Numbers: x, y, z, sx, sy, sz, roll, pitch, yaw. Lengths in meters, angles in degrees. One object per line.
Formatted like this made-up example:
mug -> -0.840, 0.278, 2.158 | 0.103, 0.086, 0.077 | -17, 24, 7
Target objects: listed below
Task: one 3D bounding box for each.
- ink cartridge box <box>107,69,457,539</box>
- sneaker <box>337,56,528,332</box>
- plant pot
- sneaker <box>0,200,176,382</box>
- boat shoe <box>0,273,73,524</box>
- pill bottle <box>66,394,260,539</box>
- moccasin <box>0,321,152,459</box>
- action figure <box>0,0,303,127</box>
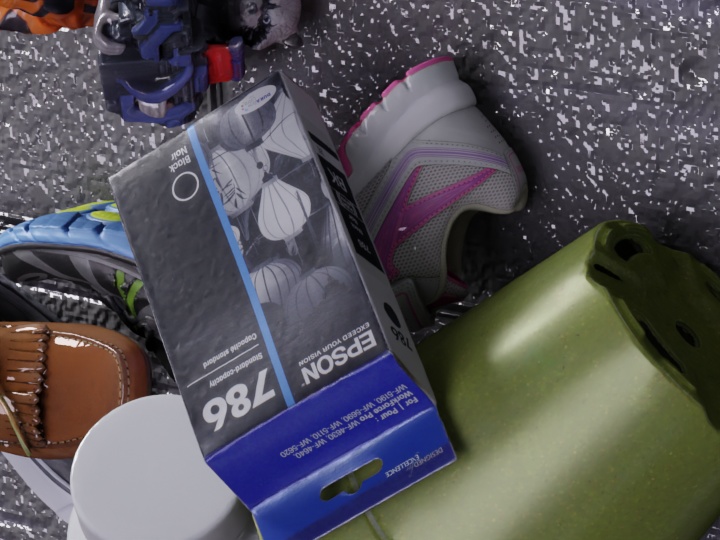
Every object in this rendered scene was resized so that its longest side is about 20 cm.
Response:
ink cartridge box -> -0.037, 0.018, 1.246 | 0.099, 0.039, 0.200 | -31, 58, 14
sneaker -> 0.000, 0.000, 1.319 | 0.088, 0.081, 0.200 | 43, 102, 5
plant pot -> 0.084, 0.081, 1.268 | 0.200, 0.200, 0.190 | 50, 116, 10
sneaker -> -0.103, 0.014, 1.434 | 0.199, 0.071, 0.083 | 14, 109, 28
boat shoe -> -0.148, 0.070, 1.493 | 0.200, 0.072, 0.068 | 41, 128, 25
pill bottle -> -0.078, 0.144, 1.365 | 0.111, 0.111, 0.200 | 29, 155, 24
moccasin -> -0.192, 0.053, 1.434 | 0.201, 0.078, 0.074 | 9, 90, 33
action figure -> -0.117, -0.142, 1.333 | 0.200, 0.193, 0.105 | 126, 153, -73
